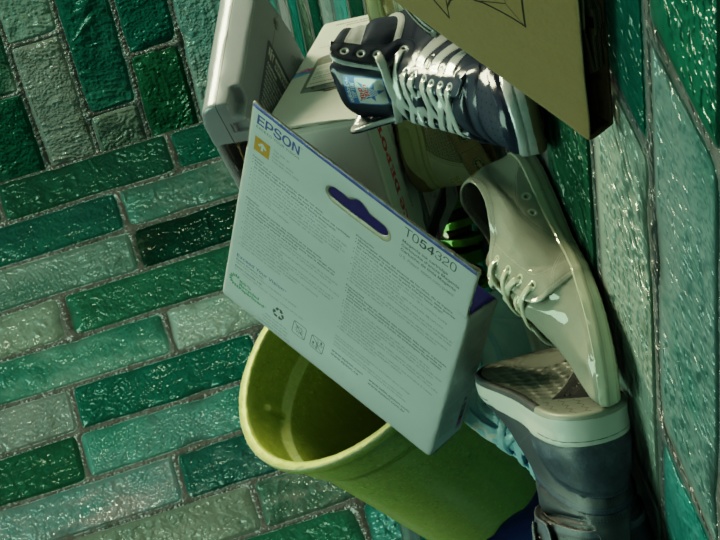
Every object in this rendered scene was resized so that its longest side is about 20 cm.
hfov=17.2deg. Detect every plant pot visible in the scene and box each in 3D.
[{"bbox_3d":[0.040,0.109,1.790,0.184,0.200,0.201,44,-165,-37],"label":"plant pot"}]

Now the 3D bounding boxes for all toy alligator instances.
[{"bbox_3d":[0.077,-0.005,1.859,0.054,0.059,0.202,-10,98,45],"label":"toy alligator"}]

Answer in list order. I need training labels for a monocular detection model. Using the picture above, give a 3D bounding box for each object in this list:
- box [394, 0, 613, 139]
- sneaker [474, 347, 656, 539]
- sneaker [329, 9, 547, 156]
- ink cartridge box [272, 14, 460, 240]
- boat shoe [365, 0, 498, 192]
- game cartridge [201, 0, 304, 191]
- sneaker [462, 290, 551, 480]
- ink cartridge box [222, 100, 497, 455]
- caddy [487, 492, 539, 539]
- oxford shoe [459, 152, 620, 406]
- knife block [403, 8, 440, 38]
[{"bbox_3d":[0.050,-0.172,1.223,0.200,0.021,0.164,38,156,32],"label":"box"},{"bbox_3d":[0.131,0.134,1.521,0.202,0.076,0.148,-128,25,-75],"label":"sneaker"},{"bbox_3d":[0.044,-0.111,1.482,0.200,0.108,0.071,-115,9,-61],"label":"sneaker"},{"bbox_3d":[0.007,-0.083,1.723,0.200,0.085,0.149,-68,-35,-59],"label":"ink cartridge box"},{"bbox_3d":[0.049,-0.158,1.656,0.073,0.063,0.203,-10,-90,-70],"label":"boat shoe"},{"bbox_3d":[-0.061,-0.101,1.716,0.201,0.041,0.134,63,-158,-46],"label":"game cartridge"},{"bbox_3d":[0.111,0.106,1.632,0.074,0.081,0.201,79,173,-59],"label":"sneaker"},{"bbox_3d":[0.000,0.000,1.579,0.196,0.043,0.201,38,143,19],"label":"ink cartridge box"},{"bbox_3d":[0.119,0.252,1.903,0.200,0.104,0.143,98,154,-79],"label":"caddy"},{"bbox_3d":[0.110,0.008,1.455,0.076,0.057,0.201,82,168,-50],"label":"oxford shoe"},{"bbox_3d":[0.012,-0.241,1.495,0.177,0.064,0.200,70,167,-18],"label":"knife block"}]
